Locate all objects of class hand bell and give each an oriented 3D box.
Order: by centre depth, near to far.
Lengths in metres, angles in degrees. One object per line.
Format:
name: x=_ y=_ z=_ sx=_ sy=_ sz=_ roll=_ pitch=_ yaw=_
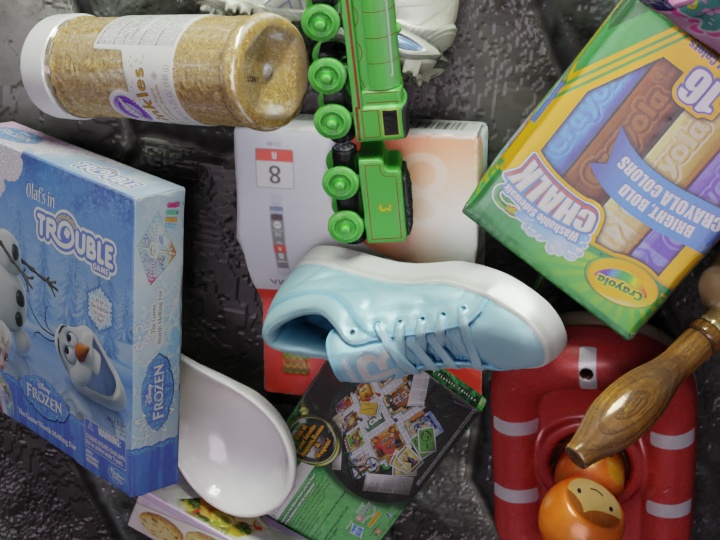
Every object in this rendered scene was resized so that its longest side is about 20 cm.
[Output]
hand bell: x=0.189 y=0.041 z=0.752 sx=0.200 sy=0.104 sz=0.104 roll=-39 pitch=97 yaw=-19

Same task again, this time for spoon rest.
spoon rest: x=-0.112 y=0.078 z=0.905 sx=0.099 sy=0.061 sz=0.201 roll=-31 pitch=87 yaw=35

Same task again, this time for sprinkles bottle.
sprinkles bottle: x=-0.123 y=-0.123 z=0.814 sx=0.199 sy=0.068 sz=0.069 roll=8 pitch=112 yaw=40

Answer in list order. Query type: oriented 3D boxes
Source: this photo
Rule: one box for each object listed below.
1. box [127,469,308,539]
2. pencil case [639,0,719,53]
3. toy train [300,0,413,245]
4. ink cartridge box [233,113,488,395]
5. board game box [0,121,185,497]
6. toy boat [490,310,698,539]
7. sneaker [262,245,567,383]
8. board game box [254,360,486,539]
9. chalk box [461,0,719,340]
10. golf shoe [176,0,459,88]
box: x=-0.068 y=0.203 z=0.941 sx=0.199 sy=0.039 sz=0.042 roll=29 pitch=123 yaw=6
pencil case: x=0.232 y=-0.123 z=0.663 sx=0.199 sy=0.088 sz=0.088 roll=26 pitch=116 yaw=-26
toy train: x=0.000 y=-0.103 z=0.776 sx=0.056 sy=0.042 sz=0.201 roll=-3 pitch=122 yaw=6
ink cartridge box: x=0.000 y=0.000 z=0.875 sx=0.161 sy=0.050 sz=0.201 roll=4 pitch=106 yaw=14
board game box: x=-0.193 y=0.020 z=0.884 sx=0.200 sy=0.043 sz=0.200 roll=21 pitch=115 yaw=41
toy boat: x=0.141 y=0.128 z=0.824 sx=0.130 sy=0.131 sz=0.201 roll=2 pitch=118 yaw=14
sneaker: x=0.025 y=0.042 z=0.793 sx=0.199 sy=0.082 sz=0.074 roll=7 pitch=139 yaw=41
board game box: x=-0.007 y=0.129 z=0.918 sx=0.105 sy=0.023 sz=0.200 roll=34 pitch=121 yaw=1
chalk box: x=0.146 y=-0.054 z=0.778 sx=0.124 sy=0.125 sz=0.200 roll=38 pitch=112 yaw=-1
golf shoe: x=-0.033 y=-0.184 z=0.822 sx=0.199 sy=0.078 sz=0.098 roll=16 pitch=94 yaw=3
